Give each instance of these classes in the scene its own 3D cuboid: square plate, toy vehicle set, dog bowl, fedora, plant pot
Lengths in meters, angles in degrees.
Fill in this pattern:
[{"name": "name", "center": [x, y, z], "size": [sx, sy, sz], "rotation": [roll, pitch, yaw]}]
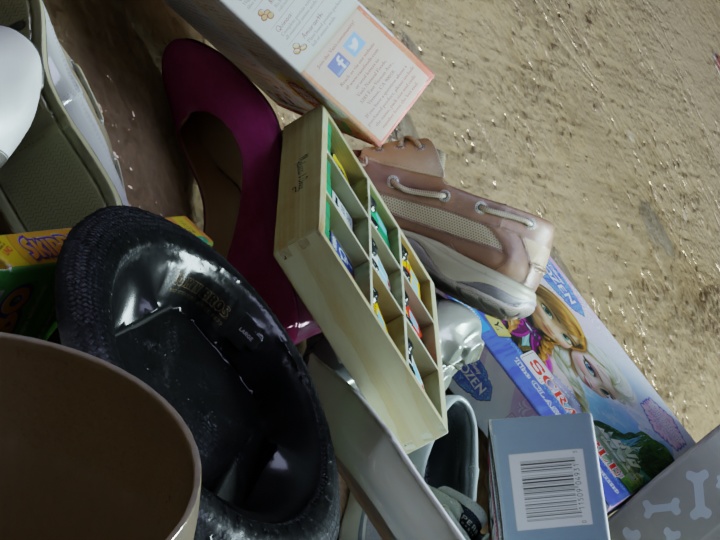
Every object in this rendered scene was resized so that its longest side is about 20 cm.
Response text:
[{"name": "square plate", "center": [0.037, 0.144, 1.268], "size": [0.200, 0.028, 0.198], "rotation": [58, -6, -14]}, {"name": "toy vehicle set", "center": [0.000, 0.000, 1.322], "size": [0.125, 0.026, 0.200], "rotation": [57, 11, -19]}, {"name": "dog bowl", "center": [0.217, 0.153, 1.644], "size": [0.059, 0.200, 0.200], "rotation": [49, 22, 11]}, {"name": "fedora", "center": [-0.093, 0.069, 1.097], "size": [0.201, 0.091, 0.201], "rotation": [47, 23, -27]}, {"name": "plant pot", "center": [-0.160, 0.128, 0.936], "size": [0.200, 0.199, 0.135], "rotation": [-64, 161, -60]}]

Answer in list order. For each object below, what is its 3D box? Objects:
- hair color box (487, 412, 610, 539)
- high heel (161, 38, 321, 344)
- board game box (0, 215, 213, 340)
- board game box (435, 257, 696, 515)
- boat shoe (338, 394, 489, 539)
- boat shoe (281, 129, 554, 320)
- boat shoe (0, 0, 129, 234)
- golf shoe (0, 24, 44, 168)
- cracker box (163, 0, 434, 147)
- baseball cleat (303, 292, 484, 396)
[{"name": "hair color box", "center": [0.104, 0.178, 1.426], "size": [0.200, 0.060, 0.099], "rotation": [86, 0, -51]}, {"name": "high heel", "center": [-0.083, -0.041, 1.390], "size": [0.096, 0.068, 0.200], "rotation": [-16, 62, -33]}, {"name": "board game box", "center": [-0.144, 0.023, 1.144], "size": [0.030, 0.096, 0.200], "rotation": [41, 19, 14]}, {"name": "board game box", "center": [0.119, 0.066, 1.645], "size": [0.200, 0.041, 0.199], "rotation": [52, 23, 9]}, {"name": "boat shoe", "center": [0.035, 0.143, 1.420], "size": [0.070, 0.071, 0.201], "rotation": [49, 28, -31]}, {"name": "boat shoe", "center": [0.023, -0.043, 1.488], "size": [0.199, 0.072, 0.076], "rotation": [28, -5, -6]}, {"name": "boat shoe", "center": [-0.169, -0.082, 1.238], "size": [0.068, 0.074, 0.201], "rotation": [62, 5, -76]}, {"name": "golf shoe", "center": [-0.188, -0.072, 1.108], "size": [0.078, 0.094, 0.200], "rotation": [56, 37, -3]}, {"name": "cracker box", "center": [-0.067, -0.160, 1.416], "size": [0.200, 0.058, 0.134], "rotation": [41, -6, -31]}, {"name": "baseball cleat", "center": [-0.017, 0.052, 1.428], "size": [0.106, 0.070, 0.200], "rotation": [35, 31, 23]}]
